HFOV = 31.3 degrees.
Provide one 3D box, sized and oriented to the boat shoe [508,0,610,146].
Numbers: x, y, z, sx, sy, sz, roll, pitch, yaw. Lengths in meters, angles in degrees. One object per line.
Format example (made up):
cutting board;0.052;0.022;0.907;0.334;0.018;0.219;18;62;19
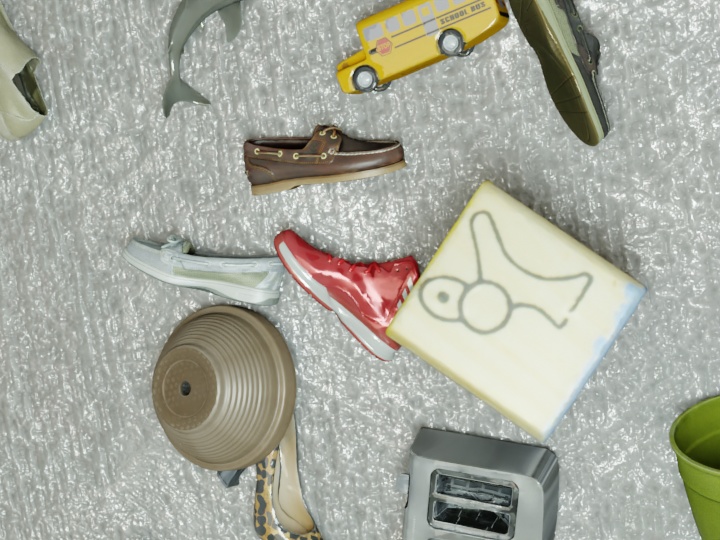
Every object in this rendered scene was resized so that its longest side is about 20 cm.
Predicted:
boat shoe;0.230;-0.236;1.392;0.066;0.072;0.202;-29;97;-15

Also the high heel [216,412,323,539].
high heel;-0.076;0.265;1.561;0.200;0.071;0.143;44;115;16

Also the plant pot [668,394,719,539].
plant pot;0.437;0.254;1.353;0.198;0.200;0.195;-5;109;18

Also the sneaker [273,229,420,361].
sneaker;0.000;0.000;1.507;0.200;0.078;0.116;44;100;-6

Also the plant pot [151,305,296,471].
plant pot;-0.182;0.140;1.537;0.199;0.092;0.203;-3;84;29

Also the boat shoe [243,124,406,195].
boat shoe;-0.046;-0.134;1.491;0.198;0.070;0.071;-7;101;18

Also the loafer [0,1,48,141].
loafer;-0.437;-0.264;1.594;0.068;0.076;0.202;-12;104;17

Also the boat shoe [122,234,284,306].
boat shoe;-0.189;-0.010;1.558;0.200;0.074;0.065;16;97;10

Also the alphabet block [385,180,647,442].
alphabet block;0.167;0.045;1.370;0.199;0.196;0.196;35;91;9

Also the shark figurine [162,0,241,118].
shark figurine;-0.195;-0.295;1.505;0.128;0.089;0.215;42;106;8

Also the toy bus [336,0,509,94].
toy bus;0.065;-0.263;1.439;0.198;0.065;0.079;-20;92;19

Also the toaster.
toaster;0.139;0.293;1.477;0.198;0.119;0.183;8;102;16
